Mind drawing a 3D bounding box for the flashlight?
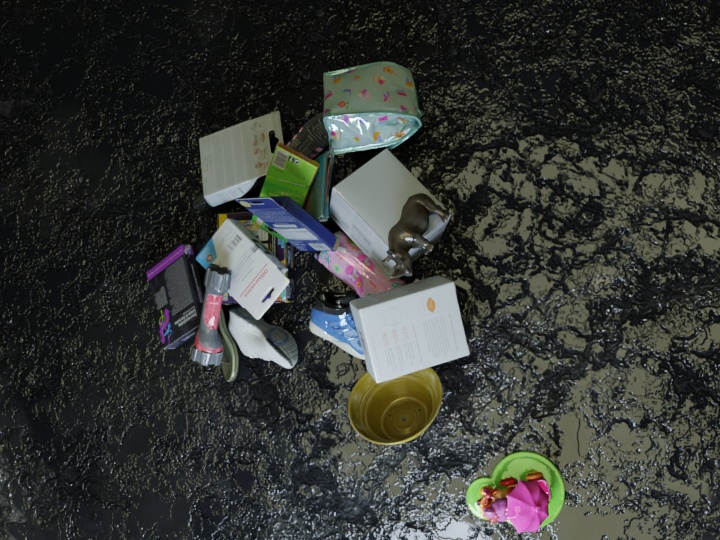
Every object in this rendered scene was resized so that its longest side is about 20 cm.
[{"bbox_3d":[-0.305,0.095,1.602,0.067,0.068,0.203,13,104,-2],"label":"flashlight"}]

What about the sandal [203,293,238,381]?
[{"bbox_3d":[-0.319,0.149,1.689,0.057,0.080,0.203,-16,83,-32],"label":"sandal"}]

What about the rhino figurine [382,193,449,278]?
[{"bbox_3d":[0.099,-0.064,1.468,0.087,0.060,0.201,30,63,-2],"label":"rhino figurine"}]

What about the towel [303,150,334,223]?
[{"bbox_3d":[-0.103,-0.157,1.621,0.021,0.200,0.149,8,78,-22],"label":"towel"}]

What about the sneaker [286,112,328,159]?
[{"bbox_3d":[-0.123,-0.276,1.697,0.200,0.082,0.070,-44,101,-16],"label":"sneaker"}]

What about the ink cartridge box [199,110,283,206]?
[{"bbox_3d":[-0.252,-0.245,1.677,0.197,0.047,0.162,-17,61,11],"label":"ink cartridge box"}]

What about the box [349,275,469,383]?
[{"bbox_3d":[0.097,0.113,1.530,0.197,0.106,0.154,-15,99,-9],"label":"box"}]

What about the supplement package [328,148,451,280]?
[{"bbox_3d":[0.057,-0.116,1.581,0.155,0.111,0.200,-38,76,-21],"label":"supplement package"}]

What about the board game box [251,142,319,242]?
[{"bbox_3d":[-0.160,-0.159,1.609,0.095,0.030,0.201,27,122,4],"label":"board game box"}]

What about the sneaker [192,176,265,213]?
[{"bbox_3d":[-0.295,-0.203,1.738,0.198,0.076,0.091,-30,69,3],"label":"sneaker"}]

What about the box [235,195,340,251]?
[{"bbox_3d":[-0.145,-0.101,1.548,0.120,0.200,0.033,4,64,45],"label":"box"}]

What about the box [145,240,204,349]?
[{"bbox_3d":[-0.407,0.056,1.713,0.142,0.036,0.202,-31,66,33],"label":"box"}]

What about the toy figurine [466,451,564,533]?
[{"bbox_3d":[0.287,0.437,1.460,0.197,0.184,0.152,-14,81,13],"label":"toy figurine"}]

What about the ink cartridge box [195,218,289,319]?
[{"bbox_3d":[-0.240,-0.001,1.641,0.200,0.067,0.116,44,98,14],"label":"ink cartridge box"}]

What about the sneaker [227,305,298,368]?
[{"bbox_3d":[-0.214,0.157,1.678,0.199,0.074,0.088,34,117,28],"label":"sneaker"}]

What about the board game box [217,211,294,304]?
[{"bbox_3d":[-0.232,-0.028,1.705,0.163,0.057,0.203,-2,85,16],"label":"board game box"}]

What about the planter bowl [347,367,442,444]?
[{"bbox_3d":[0.079,0.283,1.562,0.198,0.084,0.202,-13,45,13],"label":"planter bowl"}]

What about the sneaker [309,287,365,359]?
[{"bbox_3d":[-0.013,0.106,1.608,0.198,0.077,0.112,24,122,21],"label":"sneaker"}]

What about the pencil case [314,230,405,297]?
[{"bbox_3d":[0.000,0.000,1.628,0.199,0.087,0.088,40,95,14],"label":"pencil case"}]

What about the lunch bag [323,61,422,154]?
[{"bbox_3d":[0.025,-0.341,1.602,0.197,0.123,0.172,-7,49,4],"label":"lunch bag"}]
